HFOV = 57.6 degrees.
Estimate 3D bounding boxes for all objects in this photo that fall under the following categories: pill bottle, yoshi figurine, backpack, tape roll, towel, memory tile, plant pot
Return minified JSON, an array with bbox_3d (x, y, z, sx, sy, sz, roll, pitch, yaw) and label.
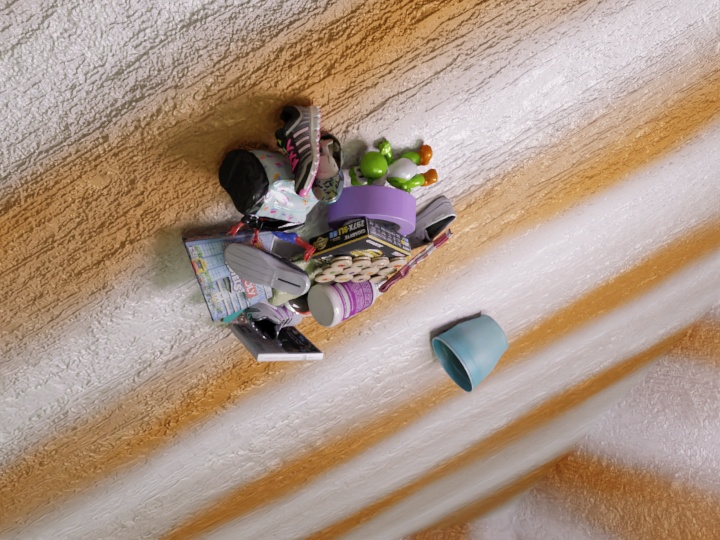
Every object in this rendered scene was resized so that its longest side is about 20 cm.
[{"bbox_3d":[-0.029,0.058,1.655,0.198,0.112,0.114,-25,148,-39],"label":"pill bottle"},{"bbox_3d":[0.074,-0.226,1.446,0.195,0.113,0.114,-10,123,-16],"label":"yoshi figurine"},{"bbox_3d":[-0.171,-0.165,1.329,0.198,0.168,0.127,10,131,-47],"label":"backpack"},{"bbox_3d":[0.026,-0.128,1.464,0.195,0.067,0.200,2,169,0],"label":"tape roll"},{"bbox_3d":[0.139,-0.023,1.640,0.199,0.023,0.144,-39,179,-29],"label":"towel"},{"bbox_3d":[-0.130,0.008,1.588,0.198,0.037,0.150,-20,147,-42],"label":"towel"},{"bbox_3d":[0.000,0.000,1.534,0.196,0.017,0.153,-1,161,-28],"label":"memory tile"},{"bbox_3d":[0.357,0.244,2.064,0.186,0.200,0.202,-34,144,-14],"label":"plant pot"}]

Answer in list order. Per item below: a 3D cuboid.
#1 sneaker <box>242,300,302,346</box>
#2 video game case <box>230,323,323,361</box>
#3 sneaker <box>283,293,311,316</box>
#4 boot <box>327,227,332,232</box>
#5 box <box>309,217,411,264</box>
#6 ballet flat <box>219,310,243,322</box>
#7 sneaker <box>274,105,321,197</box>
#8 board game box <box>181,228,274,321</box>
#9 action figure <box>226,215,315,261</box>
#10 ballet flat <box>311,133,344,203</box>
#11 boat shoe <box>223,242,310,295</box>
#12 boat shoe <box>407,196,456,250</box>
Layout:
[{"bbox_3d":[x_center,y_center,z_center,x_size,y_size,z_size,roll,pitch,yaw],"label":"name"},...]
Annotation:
[{"bbox_3d":[-0.211,0.138,1.645,0.198,0.141,0.078,18,119,-42],"label":"sneaker"},{"bbox_3d":[-0.214,0.181,1.660,0.178,0.199,0.024,4,105,-32],"label":"video game case"},{"bbox_3d":[-0.126,0.070,1.691,0.198,0.077,0.083,14,113,-49],"label":"sneaker"},{"bbox_3d":[0.010,-0.071,1.605,0.195,0.074,0.091,0,155,-14],"label":"boot"},{"bbox_3d":[0.002,-0.051,1.484,0.157,0.051,0.199,-16,161,28],"label":"box"},{"bbox_3d":[-0.269,0.039,1.561,0.199,0.071,0.071,-42,140,5],"label":"ballet flat"},{"bbox_3d":[-0.126,-0.235,1.261,0.085,0.205,0.074,8,157,-17],"label":"sneaker"},{"bbox_3d":[-0.269,-0.010,1.462,0.196,0.062,0.204,-23,110,-16],"label":"board game box"},{"bbox_3d":[-0.203,-0.071,1.396,0.100,0.199,0.065,-51,176,-6],"label":"action figure"},{"bbox_3d":[-0.069,-0.212,1.311,0.072,0.202,0.076,-1,127,-2],"label":"ballet flat"},{"bbox_3d":[-0.202,-0.004,1.423,0.197,0.071,0.073,27,104,-9],"label":"boat shoe"},{"bbox_3d":[0.158,-0.099,1.655,0.073,0.067,0.200,22,121,-43],"label":"boat shoe"}]
